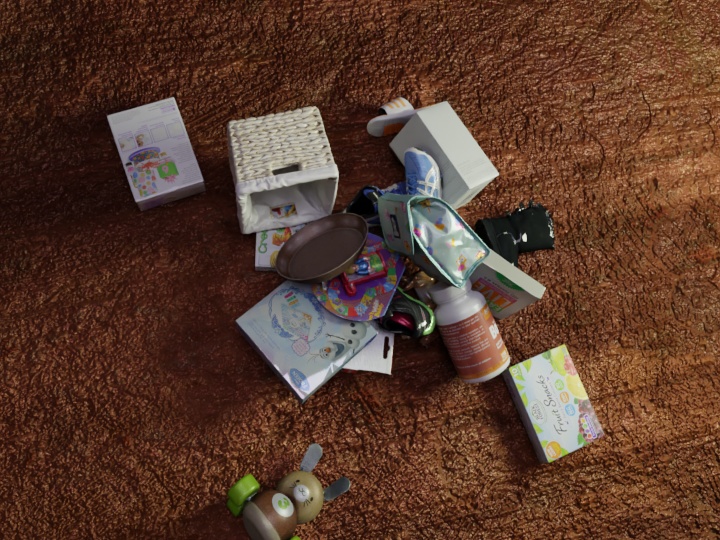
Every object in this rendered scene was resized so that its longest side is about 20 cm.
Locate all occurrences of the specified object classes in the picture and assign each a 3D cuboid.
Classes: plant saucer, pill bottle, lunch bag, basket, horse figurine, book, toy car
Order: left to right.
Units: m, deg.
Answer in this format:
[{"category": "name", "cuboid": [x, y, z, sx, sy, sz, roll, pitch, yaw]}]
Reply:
[{"category": "basket", "cuboid": [-0.158, -0.194, 1.304, 0.195, 0.200, 0.163, -12, 74, -12]}, {"category": "toy car", "cuboid": [-0.118, 0.417, 1.216, 0.199, 0.158, 0.164, -35, 72, -28]}, {"category": "plant saucer", "cuboid": [-0.071, -0.039, 1.299, 0.199, 0.200, 0.035, -37, 125, -16]}, {"category": "horse figurine", "cuboid": [0.126, 0.062, 1.396, 0.131, 0.050, 0.202, -19, 76, -8]}, {"category": "lunch bag", "cuboid": [0.125, -0.072, 1.279, 0.200, 0.170, 0.122, 41, 86, -18]}, {"category": "pill bottle", "cuboid": [0.214, 0.114, 1.335, 0.111, 0.112, 0.202, -28, 100, -15]}, {"category": "book", "cuboid": [0.276, 0.033, 1.349, 0.133, 0.200, 0.048, 34, 71, 2]}]

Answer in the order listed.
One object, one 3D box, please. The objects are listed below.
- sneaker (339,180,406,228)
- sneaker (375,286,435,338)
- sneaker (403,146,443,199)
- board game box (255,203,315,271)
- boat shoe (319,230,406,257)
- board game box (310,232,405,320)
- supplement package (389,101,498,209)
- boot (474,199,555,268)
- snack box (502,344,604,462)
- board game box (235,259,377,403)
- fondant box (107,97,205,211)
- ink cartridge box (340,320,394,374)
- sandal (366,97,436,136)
[{"category": "sneaker", "cuboid": [0.046, -0.138, 1.401, 0.197, 0.115, 0.081, -24, 81, -16]}, {"category": "sneaker", "cuboid": [0.054, 0.073, 1.328, 0.198, 0.078, 0.083, 24, 30, 26]}, {"category": "sneaker", "cuboid": [0.129, -0.157, 1.382, 0.077, 0.075, 0.203, -28, 104, -39]}, {"category": "board game box", "cuboid": [-0.156, -0.098, 1.399, 0.124, 0.035, 0.203, 2, 74, -8]}, {"category": "boat shoe", "cuboid": [0.010, -0.037, 1.397, 0.197, 0.066, 0.073, -4, 41, -12]}, {"category": "board game box", "cuboid": [0.000, 0.000, 1.305, 0.156, 0.039, 0.202, 23, 62, 7]}, {"category": "supplement package", "cuboid": [0.179, -0.241, 1.434, 0.117, 0.117, 0.201, -28, 80, -39]}, {"category": "boot", "cuboid": [0.352, -0.047, 1.454, 0.160, 0.073, 0.201, -13, 76, -15]}, {"category": "snack box", "cuboid": [0.398, 0.275, 1.380, 0.140, 0.053, 0.202, -20, 79, -13]}, {"category": "board game box", "cuboid": [-0.104, 0.115, 1.288, 0.198, 0.043, 0.200, -38, 78, -23]}, {"category": "fondant box", "cuboid": [-0.423, -0.243, 1.382, 0.142, 0.058, 0.202, -19, 78, -14]}, {"category": "ink cartridge box", "cuboid": [-0.034, 0.148, 1.345, 0.197, 0.050, 0.111, 10, 71, -8]}, {"category": "sandal", "cuboid": [0.098, -0.356, 1.495, 0.204, 0.079, 0.060, -18, 77, -22]}]
